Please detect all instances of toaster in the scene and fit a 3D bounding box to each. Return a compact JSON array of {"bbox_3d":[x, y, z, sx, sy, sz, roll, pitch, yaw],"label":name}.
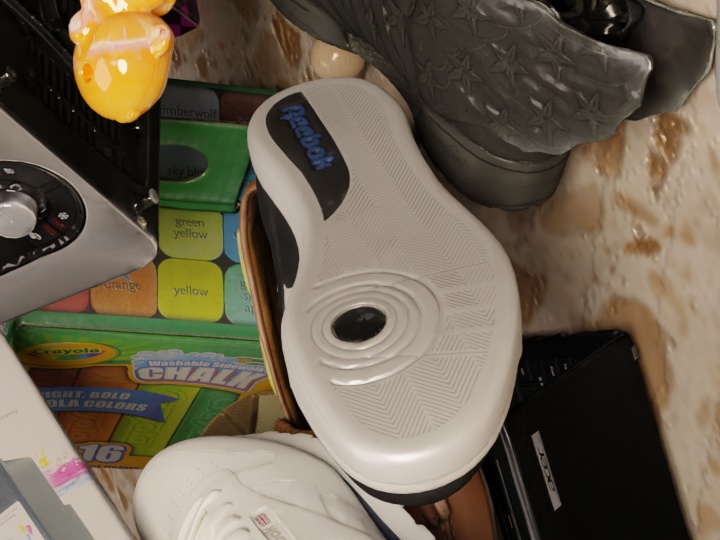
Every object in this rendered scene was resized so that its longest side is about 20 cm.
[{"bbox_3d":[-0.158,-0.101,0.706,0.181,0.118,0.201,43,-149,-41],"label":"toaster"}]

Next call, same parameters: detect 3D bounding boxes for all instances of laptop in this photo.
[{"bbox_3d":[0.066,0.120,0.727,0.200,0.103,0.178,-9,98,64],"label":"laptop"}]

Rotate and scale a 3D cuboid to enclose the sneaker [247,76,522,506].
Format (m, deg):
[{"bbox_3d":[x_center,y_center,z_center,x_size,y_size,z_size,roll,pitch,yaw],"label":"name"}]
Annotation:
[{"bbox_3d":[0.014,0.031,0.675,0.200,0.073,0.112,-106,3,-54],"label":"sneaker"}]

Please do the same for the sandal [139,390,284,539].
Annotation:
[{"bbox_3d":[-0.074,0.141,0.870,0.080,0.200,0.054,29,162,28],"label":"sandal"}]

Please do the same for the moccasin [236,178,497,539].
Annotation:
[{"bbox_3d":[0.000,0.059,0.791,0.073,0.078,0.203,-13,88,34],"label":"moccasin"}]

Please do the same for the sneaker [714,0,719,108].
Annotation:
[{"bbox_3d":[0.116,-0.078,0.536,0.079,0.074,0.201,15,120,66],"label":"sneaker"}]

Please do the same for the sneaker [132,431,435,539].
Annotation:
[{"bbox_3d":[-0.024,0.107,0.709,0.200,0.080,0.077,25,105,45],"label":"sneaker"}]

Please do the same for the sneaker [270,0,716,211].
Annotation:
[{"bbox_3d":[0.033,-0.099,0.704,0.200,0.060,0.105,50,147,29],"label":"sneaker"}]

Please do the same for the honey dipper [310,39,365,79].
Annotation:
[{"bbox_3d":[0.000,0.000,0.855,0.038,0.038,0.201,23,125,57],"label":"honey dipper"}]

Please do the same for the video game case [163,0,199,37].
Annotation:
[{"bbox_3d":[-0.158,-0.155,0.877,0.181,0.036,0.201,-22,61,24],"label":"video game case"}]

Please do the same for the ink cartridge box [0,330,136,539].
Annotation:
[{"bbox_3d":[-0.113,0.122,0.789,0.200,0.067,0.117,52,168,32],"label":"ink cartridge box"}]

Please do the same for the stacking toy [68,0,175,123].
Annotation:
[{"bbox_3d":[-0.078,-0.145,0.659,0.116,0.109,0.201,-15,78,45],"label":"stacking toy"}]

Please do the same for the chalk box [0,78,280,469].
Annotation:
[{"bbox_3d":[-0.097,-0.004,0.903,0.200,0.124,0.125,123,147,-60],"label":"chalk box"}]
